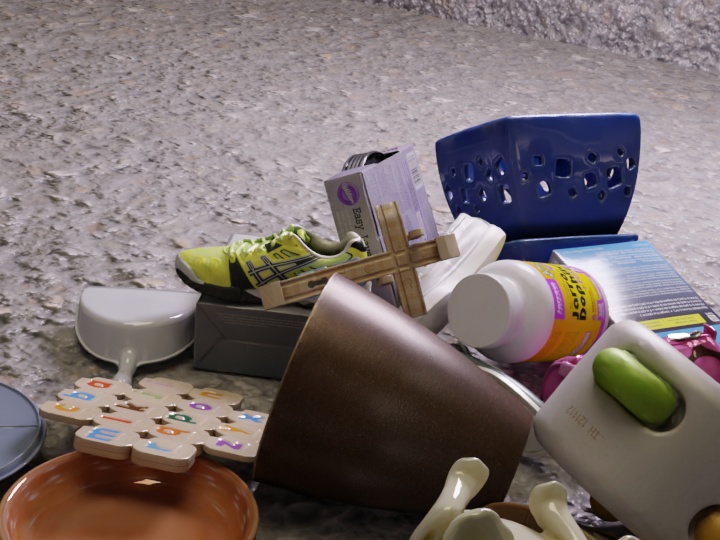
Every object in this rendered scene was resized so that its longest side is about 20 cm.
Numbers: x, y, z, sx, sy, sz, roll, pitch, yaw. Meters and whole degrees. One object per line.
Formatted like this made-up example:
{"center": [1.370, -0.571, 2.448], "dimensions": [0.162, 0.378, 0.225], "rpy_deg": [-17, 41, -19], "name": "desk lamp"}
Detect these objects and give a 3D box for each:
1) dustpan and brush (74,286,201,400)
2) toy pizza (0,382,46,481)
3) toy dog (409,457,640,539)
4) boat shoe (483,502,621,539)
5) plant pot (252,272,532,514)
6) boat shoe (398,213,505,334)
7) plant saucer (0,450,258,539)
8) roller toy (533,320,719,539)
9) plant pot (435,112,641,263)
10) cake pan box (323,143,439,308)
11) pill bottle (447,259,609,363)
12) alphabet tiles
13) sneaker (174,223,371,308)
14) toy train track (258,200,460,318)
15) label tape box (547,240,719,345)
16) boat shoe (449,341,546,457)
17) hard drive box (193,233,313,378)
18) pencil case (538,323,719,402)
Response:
{"center": [-0.231, 0.074, 1.227], "dimensions": [0.138, 0.058, 0.200], "rpy_deg": [3, 16, -3], "name": "dustpan and brush"}
{"center": [-0.368, 0.146, 1.029], "dimensions": [0.198, 0.032, 0.201], "rpy_deg": [5, 23, -2], "name": "toy pizza"}
{"center": [0.091, 0.225, 0.805], "dimensions": [0.138, 0.196, 0.200], "rpy_deg": [4, 0, -11], "name": "toy dog"}
{"center": [0.180, 0.232, 0.932], "dimensions": [0.199, 0.073, 0.072], "rpy_deg": [11, -9, 32], "name": "boat shoe"}
{"center": [0.037, 0.125, 1.020], "dimensions": [0.198, 0.188, 0.187], "rpy_deg": [21, 24, 5], "name": "plant pot"}
{"center": [0.078, 0.006, 1.258], "dimensions": [0.068, 0.072, 0.200], "rpy_deg": [31, 56, 17], "name": "boat shoe"}
{"center": [-0.178, 0.200, 0.938], "dimensions": [0.198, 0.038, 0.200], "rpy_deg": [4, 23, -2], "name": "plant saucer"}
{"center": [0.238, 0.147, 0.976], "dimensions": [0.200, 0.140, 0.182], "rpy_deg": [41, 3, -2], "name": "roller toy"}
{"center": [0.223, -0.090, 1.506], "dimensions": [0.198, 0.182, 0.200], "rpy_deg": [-4, -3, -24], "name": "plant pot"}
{"center": [0.035, -0.033, 1.330], "dimensions": [0.052, 0.202, 0.184], "rpy_deg": [-12, 12, 21], "name": "cake pan box"}
{"center": [0.172, 0.043, 1.256], "dimensions": [0.104, 0.105, 0.199], "rpy_deg": [22, 11, 34], "name": "pill bottle"}
{"center": [-0.171, 0.131, 1.061], "dimensions": [0.194, 0.015, 0.200], "rpy_deg": [11, 11, 6], "name": "alphabet tiles"}
{"center": [-0.086, -0.011, 1.219], "dimensions": [0.198, 0.077, 0.076], "rpy_deg": [4, 24, -4], "name": "sneaker"}
{"center": [0.000, 0.000, 1.168], "dimensions": [0.198, 0.116, 0.033], "rpy_deg": [-16, -4, -4], "name": "toy train track"}
{"center": [0.316, 0.053, 1.373], "dimensions": [0.142, 0.066, 0.201], "rpy_deg": [-6, 42, -26], "name": "label tape box"}
{"center": [0.130, 0.116, 1.174], "dimensions": [0.061, 0.074, 0.199], "rpy_deg": [-14, 24, -33], "name": "boat shoe"}
{"center": [-0.084, 0.037, 1.304], "dimensions": [0.154, 0.077, 0.200], "rpy_deg": [7, 23, 3], "name": "hard drive box"}
{"center": [0.271, 0.112, 1.191], "dimensions": [0.199, 0.094, 0.091], "rpy_deg": [-9, 30, -31], "name": "pencil case"}
